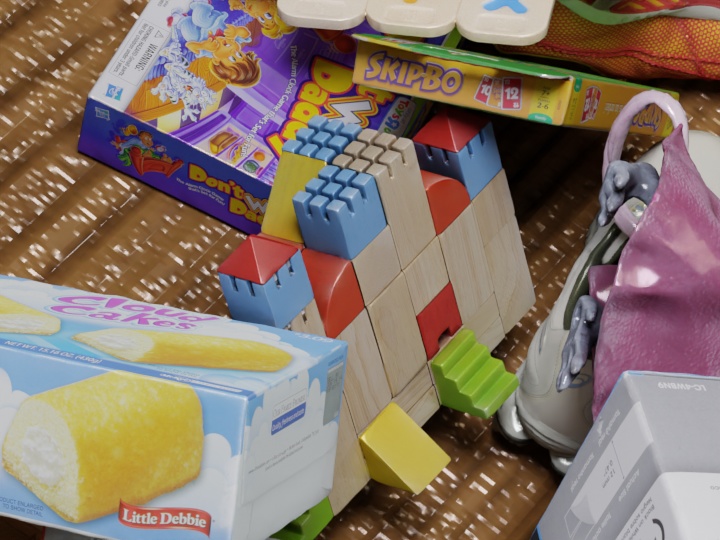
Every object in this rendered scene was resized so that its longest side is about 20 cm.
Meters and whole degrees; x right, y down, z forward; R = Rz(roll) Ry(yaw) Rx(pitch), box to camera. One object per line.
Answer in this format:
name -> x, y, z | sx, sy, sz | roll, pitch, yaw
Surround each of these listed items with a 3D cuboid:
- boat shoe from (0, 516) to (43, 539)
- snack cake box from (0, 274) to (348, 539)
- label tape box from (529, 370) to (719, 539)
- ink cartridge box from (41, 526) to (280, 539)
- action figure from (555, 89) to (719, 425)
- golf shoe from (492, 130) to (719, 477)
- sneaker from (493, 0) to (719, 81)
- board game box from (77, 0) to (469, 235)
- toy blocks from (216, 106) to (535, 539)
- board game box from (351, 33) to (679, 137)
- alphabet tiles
boat shoe -> -0.082, 0.123, 1.225 | 0.200, 0.074, 0.069 | 31, 54, -4
snack cake box -> -0.118, 0.050, 1.151 | 0.199, 0.067, 0.115 | 10, 13, 17
label tape box -> 0.124, 0.159, 1.134 | 0.066, 0.143, 0.200 | 7, 44, -21
ink cartridge box -> -0.030, 0.154, 1.131 | 0.199, 0.050, 0.109 | 13, 32, -8
action figure -> 0.184, 0.031, 1.230 | 0.199, 0.134, 0.149 | 13, 35, -3
golf shoe -> 0.132, -0.001, 1.333 | 0.078, 0.097, 0.200 | 25, 55, 6
sneaker -> 0.151, -0.123, 1.433 | 0.200, 0.077, 0.073 | 11, 62, -26
board game box -> -0.026, -0.109, 1.395 | 0.134, 0.045, 0.200 | 26, 56, 4
toy blocks -> 0.000, 0.000, 1.258 | 0.100, 0.137, 0.200 | 16, 47, 36
board game box -> 0.069, -0.081, 1.314 | 0.095, 0.200, 0.030 | 13, 93, 20
alphabet tiles -> 0.038, -0.159, 1.361 | 0.199, 0.015, 0.196 | 5, 39, 9
